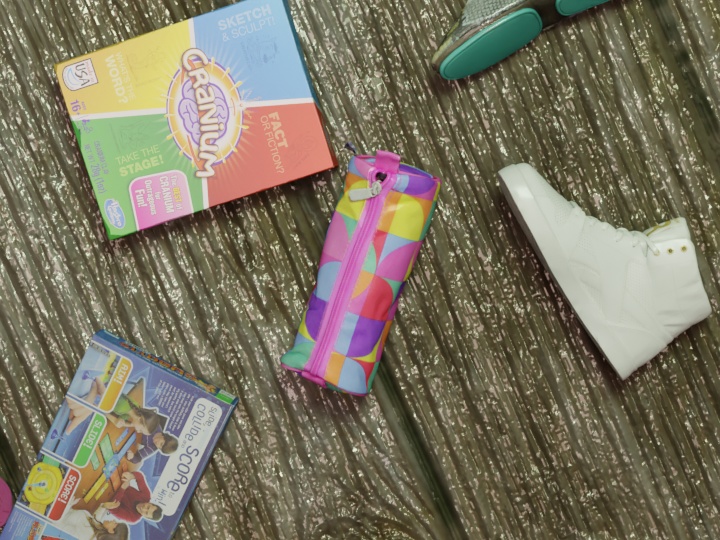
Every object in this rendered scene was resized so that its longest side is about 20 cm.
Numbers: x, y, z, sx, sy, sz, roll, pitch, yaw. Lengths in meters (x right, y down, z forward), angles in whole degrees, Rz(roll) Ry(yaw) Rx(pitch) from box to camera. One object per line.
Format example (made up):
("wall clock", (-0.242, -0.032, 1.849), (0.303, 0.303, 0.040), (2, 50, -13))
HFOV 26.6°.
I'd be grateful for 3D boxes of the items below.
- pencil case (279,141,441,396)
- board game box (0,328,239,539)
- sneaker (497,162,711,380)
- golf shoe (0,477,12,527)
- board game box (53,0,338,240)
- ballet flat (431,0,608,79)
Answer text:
("pencil case", (0.000, 0.000, 1.240), (0.087, 0.088, 0.202), (17, 98, 2))
("board game box", (-0.205, 0.170, 1.295), (0.134, 0.034, 0.201), (27, 97, 0))
("sneaker", (0.203, -0.025, 1.231), (0.115, 0.074, 0.201), (-34, 102, 5))
("golf shoe", (-0.395, 0.187, 1.282), (0.198, 0.091, 0.076), (15, 65, -29))
("board game box", (-0.135, -0.128, 1.257), (0.198, 0.040, 0.155), (-18, 94, 6))
("ballet flat", (0.139, -0.223, 1.223), (0.199, 0.072, 0.073), (-26, 93, 6))
